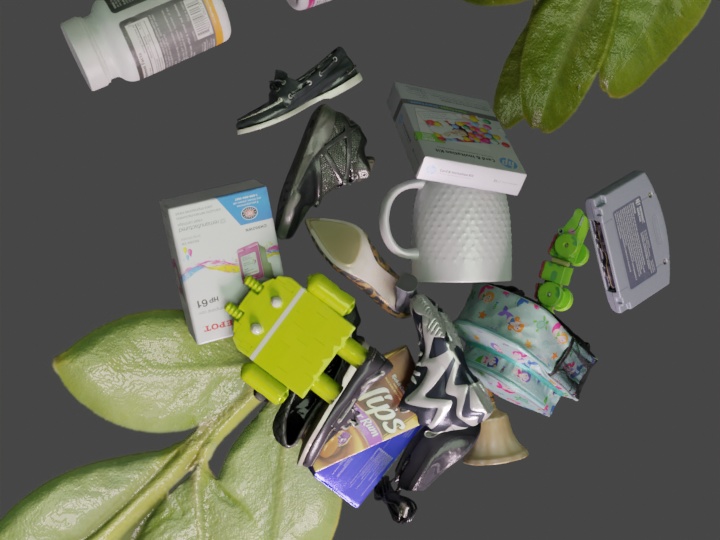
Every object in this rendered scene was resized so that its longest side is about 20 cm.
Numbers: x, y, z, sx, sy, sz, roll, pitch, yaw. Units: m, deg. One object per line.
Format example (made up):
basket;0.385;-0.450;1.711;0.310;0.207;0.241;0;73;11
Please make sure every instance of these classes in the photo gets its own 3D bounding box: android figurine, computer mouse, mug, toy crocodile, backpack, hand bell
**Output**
android figurine;-0.091;0.088;1.526;0.200;0.041;0.182;39;90;-2
computer mouse;0.097;0.282;1.692;0.200;0.138;0.053;-44;110;-6
mug;0.123;-0.072;1.628;0.199;0.148;0.176;-1;91;-17
toy crocodile;0.309;-0.001;1.753;0.067;0.062;0.201;17;94;-60
backpack;0.227;0.109;1.632;0.151;0.177;0.200;-54;132;-13
hand bell;0.199;0.195;1.751;0.104;0.104;0.201;-8;91;-17

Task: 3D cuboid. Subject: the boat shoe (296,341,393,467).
boat shoe;-0.023;0.200;1.586;0.063;0.073;0.200;30;92;-7

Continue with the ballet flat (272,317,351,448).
ballet flat;-0.061;0.159;1.567;0.066;0.057;0.201;23;96;-26

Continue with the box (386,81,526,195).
box;0.132;-0.189;1.583;0.155;0.200;0.041;8;127;-19

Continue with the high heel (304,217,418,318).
high heel;0.000;0.000;1.658;0.200;0.143;0.071;34;74;13

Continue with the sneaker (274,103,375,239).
sneaker;-0.048;-0.125;1.598;0.114;0.076;0.200;24;87;-15

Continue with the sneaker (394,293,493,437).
sneaker;0.088;0.144;1.581;0.129;0.079;0.200;-31;85;17

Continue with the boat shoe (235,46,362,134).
boat shoe;-0.094;-0.254;1.559;0.199;0.074;0.066;-27;106;-12

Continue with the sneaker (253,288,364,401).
sneaker;-0.068;0.122;1.632;0.114;0.076;0.200;36;83;-15

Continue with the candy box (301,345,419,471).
candy box;0.000;0.201;1.651;0.199;0.056;0.117;-24;88;-4

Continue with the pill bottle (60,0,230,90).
pill bottle;-0.280;-0.318;1.462;0.199;0.116;0.117;-26;108;-11

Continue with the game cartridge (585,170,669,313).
game cartridge;0.431;-0.049;1.776;0.133;0.041;0.201;-27;111;-24

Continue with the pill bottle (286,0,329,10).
pill bottle;-0.014;-0.440;1.527;0.199;0.113;0.114;-23;107;-13

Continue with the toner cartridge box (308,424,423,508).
toner cartridge box;0.018;0.255;1.712;0.095;0.043;0.200;41;87;-21

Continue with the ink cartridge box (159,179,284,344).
ink cartridge box;-0.187;-0.012;1.569;0.144;0.085;0.201;-15;106;-15
